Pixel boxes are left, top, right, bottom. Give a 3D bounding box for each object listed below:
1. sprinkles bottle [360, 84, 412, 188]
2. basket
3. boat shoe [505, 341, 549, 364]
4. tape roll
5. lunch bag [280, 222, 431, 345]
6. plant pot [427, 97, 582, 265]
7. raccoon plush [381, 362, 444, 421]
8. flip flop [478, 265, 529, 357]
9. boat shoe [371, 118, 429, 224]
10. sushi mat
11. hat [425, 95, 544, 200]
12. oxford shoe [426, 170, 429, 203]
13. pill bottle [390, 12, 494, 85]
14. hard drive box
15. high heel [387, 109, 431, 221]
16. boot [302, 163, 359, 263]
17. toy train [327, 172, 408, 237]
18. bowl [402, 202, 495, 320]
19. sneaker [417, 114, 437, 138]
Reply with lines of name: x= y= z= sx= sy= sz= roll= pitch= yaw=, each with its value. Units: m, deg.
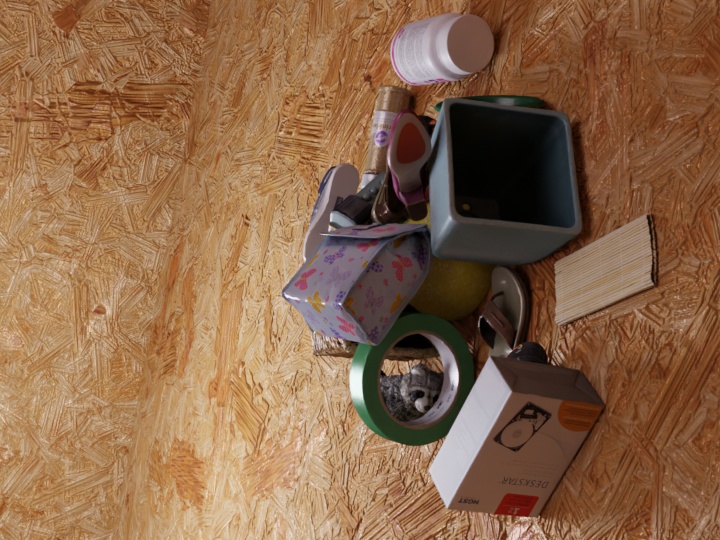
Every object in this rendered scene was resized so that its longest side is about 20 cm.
sprinkles bottle: x=0.050 y=-0.249 z=2.033 sx=0.068 sy=0.067 sz=0.203 roll=4 pitch=83 yaw=65
basket: x=0.031 y=0.075 z=1.777 sx=0.149 sy=0.197 sz=0.145 roll=164 pitch=110 yaw=-63
boat shoe: x=0.213 y=0.187 z=1.514 sx=0.063 sy=0.073 sz=0.203 roll=-67 pitch=0 yaw=-53
tape roll: x=0.081 y=0.166 z=1.636 sx=0.048 sy=0.198 sz=0.204 roll=0 pitch=79 yaw=64
lunch bag: x=0.000 y=0.000 z=1.631 sx=0.168 sy=0.128 sz=0.201 roll=7 pitch=51 yaw=52
plant pot: x=0.188 y=-0.105 z=1.553 sx=0.200 sy=0.193 sz=0.199 roll=119 pitch=153 yaw=-61
raccoon plush: x=0.064 y=0.176 z=1.764 sx=0.200 sy=0.096 sz=0.135 roll=48 pitch=119 yaw=39
flip flop: x=0.204 y=0.091 z=1.575 sx=0.081 sy=0.057 sz=0.204 roll=-8 pitch=72 yaw=64
boat shoe: x=0.077 y=-0.167 z=1.744 sx=0.075 sy=0.074 sz=0.205 roll=136 pitch=150 yaw=-70
sushi mat: x=0.323 y=0.002 z=1.414 sx=0.200 sy=0.012 sz=0.097 roll=-35 pitch=49 yaw=57
hat: x=0.194 y=-0.175 z=1.655 sx=0.199 sy=0.164 sz=0.179 roll=19 pitch=117 yaw=54
oxford shoe: x=0.123 y=-0.102 z=1.828 sx=0.071 sy=0.071 sz=0.204 roll=-3 pitch=87 yaw=45
pill bottle: x=0.142 y=-0.385 z=1.845 sx=0.199 sy=0.112 sz=0.115 roll=13 pitch=91 yaw=65
hard drive box: x=0.205 y=0.223 z=1.405 sx=0.202 sy=0.154 sz=0.077 roll=-66 pitch=29 yaw=26
high heel: x=0.065 y=-0.173 z=1.558 sx=0.202 sy=0.066 sz=0.097 roll=86 pitch=172 yaw=-46
boot: x=-0.059 y=-0.098 z=1.950 sx=0.203 sy=0.072 sz=0.090 roll=-68 pitch=16 yaw=-4
toy train: x=0.018 y=-0.095 z=1.818 sx=0.085 sy=0.200 sz=0.115 roll=31 pitch=141 yaw=22
bowl: x=0.111 y=-0.022 z=1.706 sx=0.199 sy=0.107 sz=0.204 roll=-9 pitch=79 yaw=48
sneaker: x=0.129 y=-0.223 z=1.829 sx=0.200 sy=0.089 sz=0.071 roll=43 pitch=118 yaw=62
